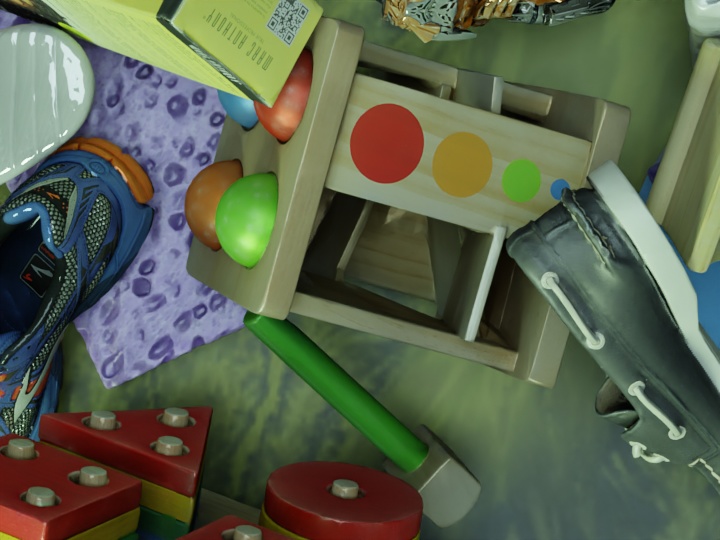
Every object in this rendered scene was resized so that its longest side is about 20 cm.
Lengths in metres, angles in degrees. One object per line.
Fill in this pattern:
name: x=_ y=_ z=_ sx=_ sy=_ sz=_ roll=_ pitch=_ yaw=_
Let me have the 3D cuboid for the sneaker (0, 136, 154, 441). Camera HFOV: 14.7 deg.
sneaker: x=-0.168 y=0.029 z=1.258 sx=0.075 sy=0.078 sz=0.201 roll=32 pitch=112 yaw=14

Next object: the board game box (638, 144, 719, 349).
board game box: x=0.219 y=0.005 z=1.274 sx=0.199 sy=0.039 sz=0.158 roll=29 pitch=74 yaw=8

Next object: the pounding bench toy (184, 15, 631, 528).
pounding bench toy: x=0.000 y=0.000 z=1.219 sx=0.155 sy=0.124 sz=0.201 roll=14 pitch=93 yaw=-20

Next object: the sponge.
sponge: x=-0.110 y=-0.057 z=1.294 sx=0.111 sy=0.030 sz=0.201 roll=-26 pitch=92 yaw=4

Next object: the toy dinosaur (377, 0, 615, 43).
toy dinosaur: x=0.069 y=-0.144 z=1.225 sx=0.136 sy=0.199 sz=0.103 roll=36 pitch=109 yaw=33

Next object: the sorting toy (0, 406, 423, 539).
sorting toy: x=-0.077 y=0.116 z=1.177 sx=0.199 sy=0.198 sz=0.070 roll=18 pitch=108 yaw=27

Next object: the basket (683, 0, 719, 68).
basket: x=0.202 y=-0.184 z=1.209 sx=0.135 sy=0.123 sz=0.201 roll=1 pitch=76 yaw=3

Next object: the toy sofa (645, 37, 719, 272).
toy sofa: x=0.225 y=-0.034 z=1.177 sx=0.199 sy=0.098 sz=0.083 roll=13 pitch=111 yaw=-12

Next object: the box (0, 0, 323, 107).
box: x=-0.111 y=-0.129 z=1.186 sx=0.199 sy=0.075 sz=0.050 roll=21 pitch=79 yaw=43

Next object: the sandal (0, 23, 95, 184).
sandal: x=-0.196 y=-0.054 z=1.272 sx=0.206 sy=0.059 sz=0.080 roll=-21 pitch=94 yaw=25

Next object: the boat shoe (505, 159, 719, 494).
boat shoe: x=0.124 y=0.044 z=1.175 sx=0.060 sy=0.074 sz=0.200 roll=-31 pitch=127 yaw=2
